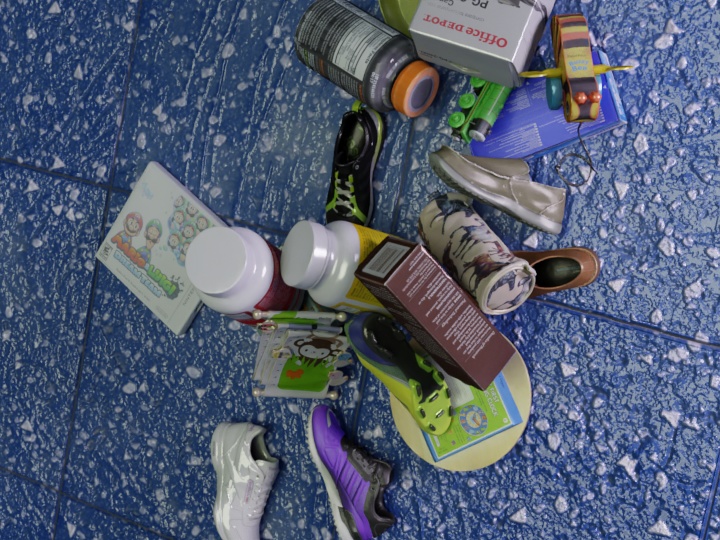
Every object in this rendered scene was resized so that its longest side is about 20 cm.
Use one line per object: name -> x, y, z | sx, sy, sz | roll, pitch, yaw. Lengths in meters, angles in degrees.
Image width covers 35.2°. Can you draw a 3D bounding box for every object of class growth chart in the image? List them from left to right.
growth chart -> -0.078, 0.115, 1.529 | 0.142, 0.201, 0.018 | -1, 49, -10

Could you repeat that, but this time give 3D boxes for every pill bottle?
pill bottle -> -0.153, 0.008, 1.488 | 0.111, 0.200, 0.114 | -3, 77, 15
pill bottle -> 0.000, 0.000, 1.483 | 0.112, 0.198, 0.114 | -29, 53, 49
pill bottle -> 0.012, -0.281, 1.519 | 0.199, 0.106, 0.107 | 37, 107, 28

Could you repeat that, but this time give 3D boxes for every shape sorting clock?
shape sorting clock -> 0.133, 0.167, 1.524 | 0.197, 0.039, 0.203 | -2, 86, 26

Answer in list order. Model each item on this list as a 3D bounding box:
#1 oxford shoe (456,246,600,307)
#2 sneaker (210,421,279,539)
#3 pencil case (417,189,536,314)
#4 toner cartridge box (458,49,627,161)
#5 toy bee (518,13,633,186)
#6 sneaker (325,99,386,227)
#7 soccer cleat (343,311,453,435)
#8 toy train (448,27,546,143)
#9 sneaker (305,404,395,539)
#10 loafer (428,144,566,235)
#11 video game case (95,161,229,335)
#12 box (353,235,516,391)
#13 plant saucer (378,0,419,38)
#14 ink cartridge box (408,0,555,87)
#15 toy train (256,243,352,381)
oxford shoe -> 0.205, 0.007, 1.468 | 0.198, 0.071, 0.072 | -16, 86, 27
sneaker -> -0.164, 0.321, 1.654 | 0.098, 0.075, 0.203 | -8, 88, 27
pencil case -> 0.147, -0.025, 1.446 | 0.090, 0.077, 0.200 | -57, 40, 18
toner cartridge box -> 0.233, -0.200, 1.461 | 0.198, 0.043, 0.096 | -19, 84, 25
toy bee -> 0.268, -0.220, 1.357 | 0.130, 0.109, 0.202 | -25, 84, -3
sneaker -> -0.021, -0.134, 1.565 | 0.071, 0.083, 0.203 | 12, 97, 25
soccer cleat -> 0.051, 0.132, 1.482 | 0.201, 0.065, 0.083 | 54, 153, -20
toy train -> 0.177, -0.247, 1.450 | 0.056, 0.042, 0.202 | 21, 76, 31
sneaker -> -0.004, 0.275, 1.585 | 0.098, 0.069, 0.203 | -20, 87, 18
loafer -> 0.178, -0.115, 1.447 | 0.198, 0.075, 0.070 | 26, 91, -16
video game case -> -0.296, -0.035, 1.736 | 0.200, 0.024, 0.183 | 41, 108, 20
box -> 0.093, 0.052, 1.411 | 0.075, 0.100, 0.200 | -46, 113, -11
plant saucer -> 0.117, -0.385, 1.519 | 0.197, 0.031, 0.203 | 1, 93, 25
ink cartridge box -> 0.164, -0.349, 1.410 | 0.144, 0.083, 0.202 | 20, 83, 17
toy train -> -0.091, 0.056, 1.611 | 0.113, 0.085, 0.201 | -36, 76, 13
